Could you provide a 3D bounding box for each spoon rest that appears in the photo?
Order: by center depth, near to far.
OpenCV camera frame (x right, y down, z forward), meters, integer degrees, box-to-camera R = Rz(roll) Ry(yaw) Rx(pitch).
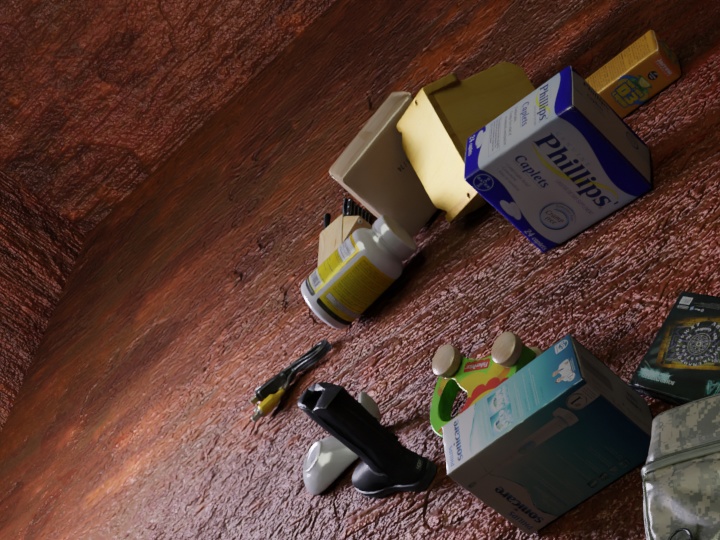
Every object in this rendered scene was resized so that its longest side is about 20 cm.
[{"bbox_3d":[-0.028,0.273,1.668,0.200,0.061,0.099,-53,19,32],"label":"spoon rest"}]

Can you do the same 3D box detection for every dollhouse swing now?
[{"bbox_3d":[0.201,-0.225,1.827,0.176,0.200,0.182,-23,-13,-27],"label":"dollhouse swing"}]

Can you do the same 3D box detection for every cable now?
[{"bbox_3d":[-0.127,0.200,1.975,0.200,0.050,0.097,-37,8,2],"label":"cable"}]

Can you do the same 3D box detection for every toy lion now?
[{"bbox_3d":[0.163,0.187,1.442,0.200,0.069,0.192,-17,48,52],"label":"toy lion"}]

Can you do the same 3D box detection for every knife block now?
[{"bbox_3d":[-0.045,-0.051,2.127,0.200,0.064,0.175,-59,25,-16],"label":"knife block"}]

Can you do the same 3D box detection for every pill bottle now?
[{"bbox_3d":[0.000,0.000,1.898,0.200,0.112,0.113,-44,25,15],"label":"pill bottle"}]

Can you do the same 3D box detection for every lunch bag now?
[{"bbox_3d":[0.338,0.224,0.911,0.139,0.200,0.168,-27,30,47],"label":"lunch bag"}]

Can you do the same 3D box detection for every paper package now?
[{"bbox_3d":[0.077,-0.190,1.953,0.200,0.191,0.103,-50,21,0],"label":"paper package"}]

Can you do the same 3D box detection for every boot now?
[{"bbox_3d":[-0.014,0.237,1.499,0.165,0.200,0.066,-22,37,48],"label":"boot"}]

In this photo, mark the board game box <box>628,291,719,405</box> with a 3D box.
[{"bbox_3d":[0.399,0.095,1.184,0.135,0.028,0.200,-56,25,-11],"label":"board game box"}]

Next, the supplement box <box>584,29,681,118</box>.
[{"bbox_3d":[0.395,-0.280,1.673,0.200,0.067,0.069,-38,27,28],"label":"supplement box"}]

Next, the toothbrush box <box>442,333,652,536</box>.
[{"bbox_3d":[0.215,0.192,1.230,0.200,0.146,0.085,-42,25,23],"label":"toothbrush box"}]

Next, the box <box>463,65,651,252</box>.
[{"bbox_3d":[0.283,-0.155,1.551,0.200,0.184,0.105,-35,28,33],"label":"box"}]
